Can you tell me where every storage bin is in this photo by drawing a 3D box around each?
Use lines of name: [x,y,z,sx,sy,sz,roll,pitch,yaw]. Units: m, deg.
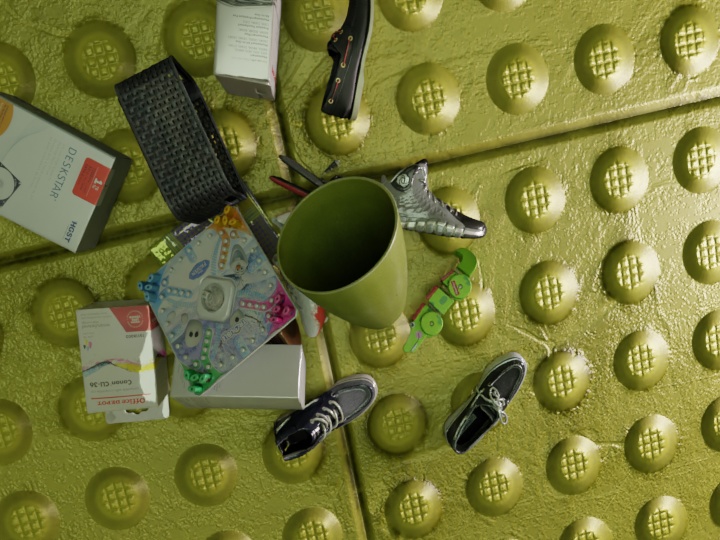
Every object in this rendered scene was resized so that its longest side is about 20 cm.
storage bin: [-0.256,-0.182,0.773,0.091,0.135,0.205,-26,92,0]

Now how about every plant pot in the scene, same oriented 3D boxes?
plant pot: [0.000,0.000,0.800,0.185,0.189,0.201,-35,141,0]

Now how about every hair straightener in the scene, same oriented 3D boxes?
hair straightener: [-0.046,-0.136,0.837,0.195,0.041,0.079,28,101,8]

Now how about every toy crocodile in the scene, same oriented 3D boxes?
toy crocodile: [0.131,0.054,0.888,0.061,0.067,0.202,38,91,10]

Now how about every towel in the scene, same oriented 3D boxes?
towel: [-0.228,-0.036,0.863,0.197,0.023,0.146,-33,100,-1]

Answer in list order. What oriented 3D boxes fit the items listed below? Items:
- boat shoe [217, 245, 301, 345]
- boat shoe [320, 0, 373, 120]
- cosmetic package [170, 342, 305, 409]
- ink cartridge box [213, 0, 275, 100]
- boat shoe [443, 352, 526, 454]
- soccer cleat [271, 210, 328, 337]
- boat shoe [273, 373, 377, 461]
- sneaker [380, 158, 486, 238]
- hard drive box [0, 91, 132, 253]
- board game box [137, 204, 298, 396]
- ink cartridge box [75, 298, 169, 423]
boat shoe: [-0.164,0.053,0.853,0.068,0.071,0.204,-20,112,16]
boat shoe: [-0.020,-0.342,0.817,0.061,0.074,0.209,8,101,-14]
cosmetic package: [-0.185,0.170,0.835,0.192,0.108,0.088,1,66,-3]
ink cartridge box: [-0.158,-0.367,0.764,0.081,0.146,0.208,5,97,-7]
boat shoe: [0.222,0.231,0.917,0.199,0.068,0.074,-44,99,1]
soccer cleat: [-0.100,0.006,0.847,0.083,0.068,0.208,-7,96,-37]
boat shoe: [-0.055,0.248,0.880,0.196,0.093,0.076,-30,99,-1]
sneaker: [0.119,-0.119,0.861,0.192,0.075,0.120,8,94,-5]
hard drive box: [-0.475,-0.146,0.798,0.195,0.077,0.160,26,95,-8]
board game box: [-0.216,0.041,0.775,0.198,0.026,0.203,-37,72,7]
ink cartridge box: [-0.376,0.155,0.850,0.112,0.068,0.208,-4,98,-5]
